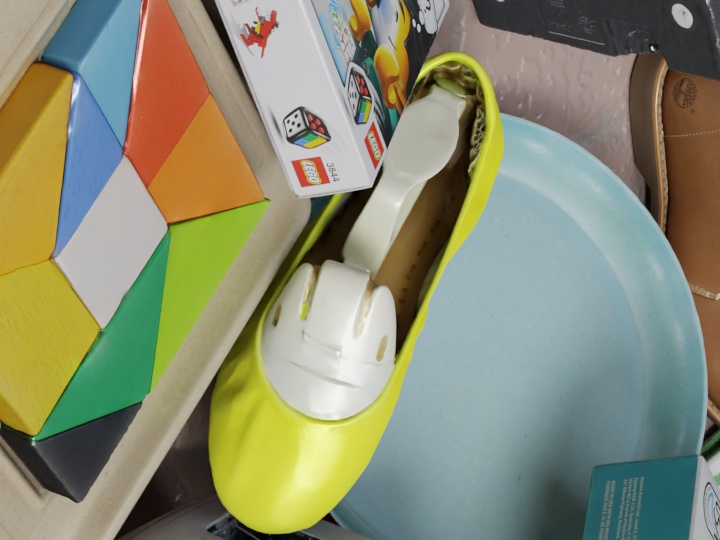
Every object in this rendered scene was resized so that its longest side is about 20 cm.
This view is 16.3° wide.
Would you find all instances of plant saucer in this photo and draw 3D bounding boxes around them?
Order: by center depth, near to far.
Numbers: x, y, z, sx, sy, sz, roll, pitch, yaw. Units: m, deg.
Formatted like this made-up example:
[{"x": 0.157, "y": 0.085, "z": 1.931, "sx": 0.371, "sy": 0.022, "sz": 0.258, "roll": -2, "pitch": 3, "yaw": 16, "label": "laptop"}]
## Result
[{"x": 0.048, "y": 0.036, "z": 0.995, "sx": 0.200, "sy": 0.027, "sz": 0.201, "roll": 7, "pitch": 75, "yaw": -26, "label": "plant saucer"}]

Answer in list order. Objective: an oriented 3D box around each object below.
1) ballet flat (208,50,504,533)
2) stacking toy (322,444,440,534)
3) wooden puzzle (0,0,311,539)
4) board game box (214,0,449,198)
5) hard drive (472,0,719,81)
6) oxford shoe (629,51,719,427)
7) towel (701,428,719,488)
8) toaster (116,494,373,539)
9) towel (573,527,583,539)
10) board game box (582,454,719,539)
[{"x": 0.000, "y": 0.000, "z": 0.921, "sx": 0.200, "sy": 0.067, "sz": 0.067, "roll": -62, "pitch": 176, "yaw": -26, "label": "ballet flat"}, {"x": 0.001, "y": 0.163, "z": 1.018, "sx": 0.085, "sy": 0.085, "sz": 0.201, "roll": -5, "pitch": 99, "yaw": -40, "label": "stacking toy"}, {"x": -0.092, "y": -0.012, "z": 0.817, "sx": 0.185, "sy": 0.037, "sz": 0.200, "roll": -59, "pitch": 144, "yaw": -22, "label": "wooden puzzle"}, {"x": -0.025, "y": -0.143, "z": 0.879, "sx": 0.126, "sy": 0.035, "sz": 0.200, "roll": -68, "pitch": 144, "yaw": -50, "label": "board game box"}, {"x": 0.073, "y": -0.172, "z": 0.924, "sx": 0.038, "sy": 0.140, "sz": 0.200, "roll": -38, "pitch": 124, "yaw": -26, "label": "hard drive"}, {"x": 0.170, "y": -0.008, "z": 1.104, "sx": 0.071, "sy": 0.071, "sz": 0.200, "roll": -33, "pitch": 122, "yaw": -30, "label": "oxford shoe"}, {"x": 0.202, "y": 0.154, "z": 1.216, "sx": 0.152, "sy": 0.023, "sz": 0.200, "roll": -40, "pitch": 126, "yaw": -26, "label": "towel"}, {"x": -0.027, "y": 0.168, "z": 0.901, "sx": 0.114, "sy": 0.200, "sz": 0.129, "roll": -25, "pitch": 127, "yaw": -52, "label": "toaster"}, {"x": 0.107, "y": 0.206, "z": 1.053, "sx": 0.166, "sy": 0.085, "sz": 0.200, "roll": -76, "pitch": 148, "yaw": -47, "label": "towel"}, {"x": 0.134, "y": 0.192, "z": 0.961, "sx": 0.151, "sy": 0.047, "sz": 0.200, "roll": -76, "pitch": 148, "yaw": -40, "label": "board game box"}]
